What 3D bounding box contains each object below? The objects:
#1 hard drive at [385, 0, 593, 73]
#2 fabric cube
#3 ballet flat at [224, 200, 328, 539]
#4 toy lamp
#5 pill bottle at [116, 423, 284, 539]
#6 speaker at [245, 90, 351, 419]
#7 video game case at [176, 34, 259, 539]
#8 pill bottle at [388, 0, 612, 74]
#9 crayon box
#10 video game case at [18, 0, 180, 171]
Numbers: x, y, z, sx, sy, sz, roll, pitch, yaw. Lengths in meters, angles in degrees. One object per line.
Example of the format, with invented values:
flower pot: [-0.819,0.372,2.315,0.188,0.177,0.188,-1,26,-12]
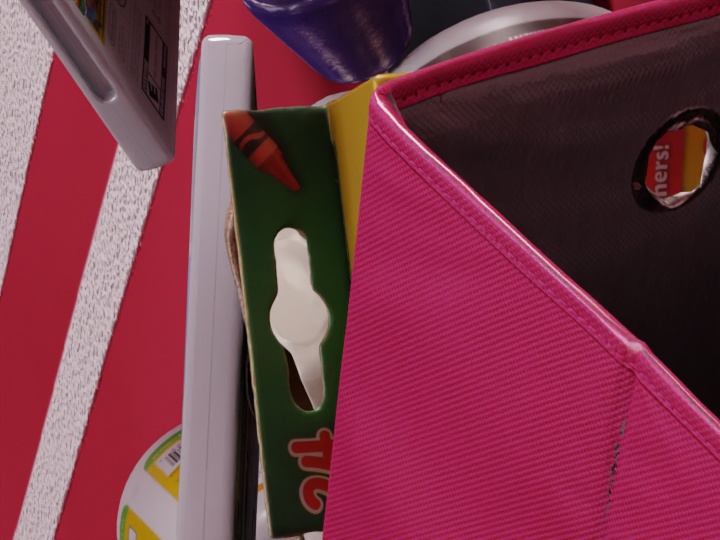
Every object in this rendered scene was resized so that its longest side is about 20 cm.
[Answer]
hard drive: [0.034,-0.140,1.109,0.135,0.042,0.201,115,144,-57]
fabric cube: [0.120,0.068,0.629,0.200,0.196,0.200,46,142,41]
ballet flat: [-0.005,0.055,0.926,0.067,0.068,0.201,56,-168,-71]
toy lamp: [-0.037,-0.138,0.894,0.200,0.058,0.058,59,-177,-43]
pill bottle: [-0.034,0.139,1.284,0.200,0.111,0.112,-151,57,-67]
speaker: [0.000,0.000,1.098,0.200,0.081,0.082,-86,-1,-66]
video game case: [-0.052,0.039,1.087,0.182,0.022,0.201,91,-179,-68]
pill bottle: [0.075,0.017,0.931,0.109,0.109,0.201,110,148,-52]
crayon box: [0.067,0.005,0.811,0.051,0.199,0.128,160,103,-71]
video game case: [-0.132,-0.174,1.301,0.201,0.023,0.182,-91,-23,-44]
